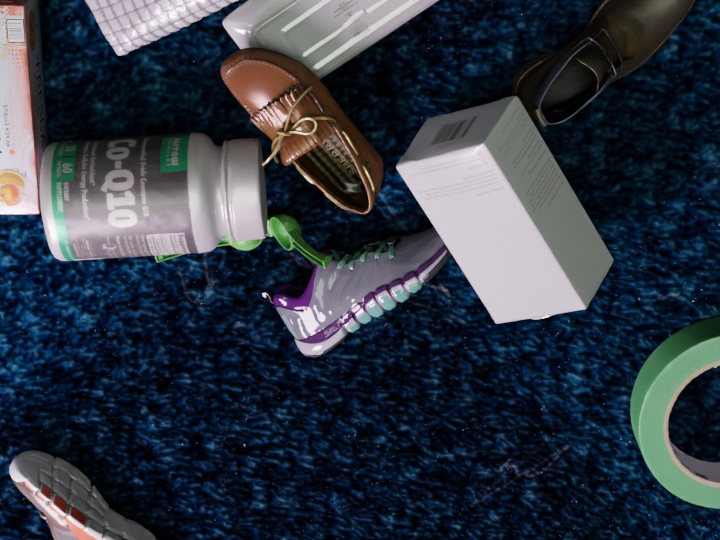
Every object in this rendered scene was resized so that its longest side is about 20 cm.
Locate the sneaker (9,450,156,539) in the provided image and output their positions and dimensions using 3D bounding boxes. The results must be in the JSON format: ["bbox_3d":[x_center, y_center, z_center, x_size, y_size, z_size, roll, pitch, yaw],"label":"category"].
[{"bbox_3d":[-0.299,0.273,1.504,0.082,0.077,0.200,-40,106,20],"label":"sneaker"}]

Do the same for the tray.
[{"bbox_3d":[-0.016,-0.241,1.315,0.200,0.022,0.107,-33,125,8],"label":"tray"}]

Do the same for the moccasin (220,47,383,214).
[{"bbox_3d":[-0.053,-0.125,1.324,0.073,0.078,0.201,-24,128,22],"label":"moccasin"}]

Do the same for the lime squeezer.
[{"bbox_3d":[-0.102,-0.025,1.398,0.199,0.071,0.038,3,141,30],"label":"lime squeezer"}]

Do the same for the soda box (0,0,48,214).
[{"bbox_3d":[-0.329,-0.155,1.337,0.063,0.068,0.201,1,111,-1],"label":"soda box"}]

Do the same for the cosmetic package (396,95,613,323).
[{"bbox_3d":[0.137,-0.052,1.350,0.113,0.081,0.200,-10,125,42],"label":"cosmetic package"}]

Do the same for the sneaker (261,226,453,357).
[{"bbox_3d":[0.000,0.000,1.404,0.200,0.074,0.088,-36,103,13],"label":"sneaker"}]

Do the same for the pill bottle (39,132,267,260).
[{"bbox_3d":[-0.190,-0.070,1.350,0.199,0.113,0.114,-4,111,0],"label":"pill bottle"}]

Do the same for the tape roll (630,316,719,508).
[{"bbox_3d":[0.380,0.147,1.480,0.199,0.048,0.201,0,111,-1],"label":"tape roll"}]

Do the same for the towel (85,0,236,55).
[{"bbox_3d":[-0.187,-0.309,1.252,0.165,0.086,0.201,-17,108,32],"label":"towel"}]

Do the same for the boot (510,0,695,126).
[{"bbox_3d":[0.231,-0.197,1.316,0.200,0.097,0.075,-37,108,13],"label":"boot"}]
